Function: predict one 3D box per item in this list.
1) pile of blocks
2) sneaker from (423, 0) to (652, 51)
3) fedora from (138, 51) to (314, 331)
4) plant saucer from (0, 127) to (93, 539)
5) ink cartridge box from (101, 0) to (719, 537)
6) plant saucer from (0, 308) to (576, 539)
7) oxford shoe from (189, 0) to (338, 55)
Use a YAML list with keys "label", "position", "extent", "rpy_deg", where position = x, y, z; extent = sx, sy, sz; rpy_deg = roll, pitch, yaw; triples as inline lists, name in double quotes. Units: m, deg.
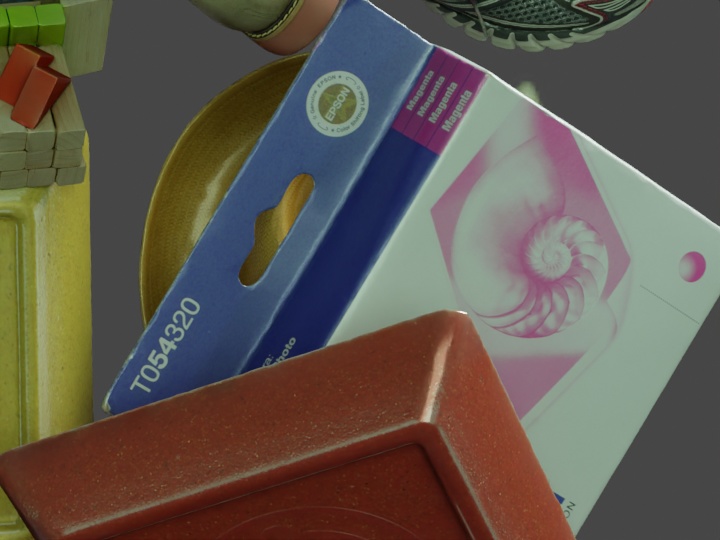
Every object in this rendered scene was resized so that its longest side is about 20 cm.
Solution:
- label: "pile of blocks"
  position: [-0.134, -0.123, 1.196]
  extent: [0.081, 0.062, 0.201]
  rpy_deg: [13, 50, -3]
- label: "sneaker"
  position: [0.038, -0.148, 1.266]
  extent: [0.198, 0.075, 0.081]
  rpy_deg: [10, 80, -9]
- label: "fedora"
  position: [0.000, 0.000, 1.234]
  extent: [0.199, 0.082, 0.202]
  rpy_deg: [1, 82, -9]
- label: "plant saucer"
  position: [-0.202, 0.041, 1.179]
  extent: [0.198, 0.048, 0.202]
  rpy_deg: [-3, 99, -15]
- label: "ink cartridge box"
  position: [0.029, 0.023, 1.169]
  extent: [0.199, 0.043, 0.197]
  rpy_deg: [30, 91, -25]
- label: "plant saucer"
  position: [-0.017, 0.125, 1.145]
  extent: [0.199, 0.037, 0.200]
  rpy_deg: [-18, 126, 12]
- label: "oxford shoe"
  position: [-0.064, -0.177, 1.185]
  extent: [0.074, 0.071, 0.201]
  rpy_deg: [20, 34, -37]
